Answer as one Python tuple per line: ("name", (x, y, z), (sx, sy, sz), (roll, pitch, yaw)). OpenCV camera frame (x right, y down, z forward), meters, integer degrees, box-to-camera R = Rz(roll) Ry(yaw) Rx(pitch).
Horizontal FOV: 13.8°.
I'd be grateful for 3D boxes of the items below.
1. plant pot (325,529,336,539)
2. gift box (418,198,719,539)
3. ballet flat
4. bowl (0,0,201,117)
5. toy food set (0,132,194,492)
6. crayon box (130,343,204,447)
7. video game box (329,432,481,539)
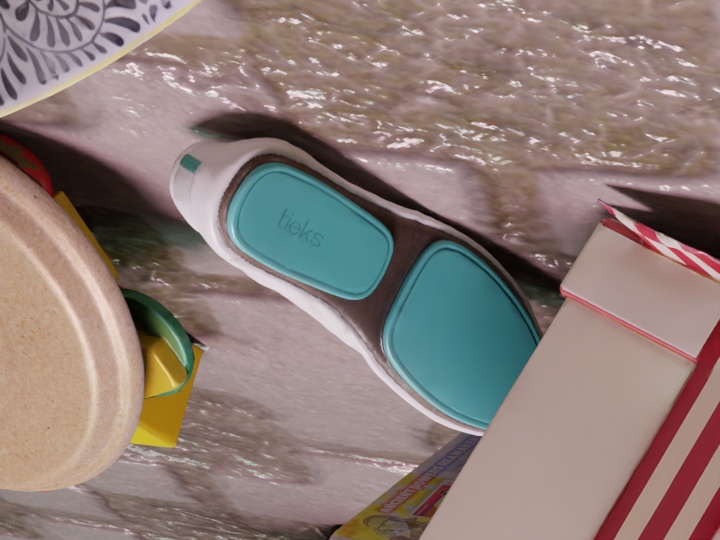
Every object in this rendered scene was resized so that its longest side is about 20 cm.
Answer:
("plant pot", (0.025, 0.269, 1.820), (0.199, 0.177, 0.200), (14, 163, 3))
("gift box", (0.130, 0.087, 1.134), (0.200, 0.187, 0.185), (30, 172, 22))
("ballet flat", (0.000, 0.000, 1.182), (0.069, 0.070, 0.200), (-2, 152, 45))
("bowl", (-0.091, -0.128, 0.699), (0.094, 0.201, 0.201), (53, 174, 19))
("toy food set", (-0.173, 0.015, 1.271), (0.200, 0.049, 0.198), (-17, 113, 41))
("crayon box", (-0.206, 0.027, 1.438), (0.200, 0.058, 0.173), (4, 161, 31))
("video game box", (0.104, 0.123, 1.332), (0.182, 0.047, 0.200), (11, -163, 21))
